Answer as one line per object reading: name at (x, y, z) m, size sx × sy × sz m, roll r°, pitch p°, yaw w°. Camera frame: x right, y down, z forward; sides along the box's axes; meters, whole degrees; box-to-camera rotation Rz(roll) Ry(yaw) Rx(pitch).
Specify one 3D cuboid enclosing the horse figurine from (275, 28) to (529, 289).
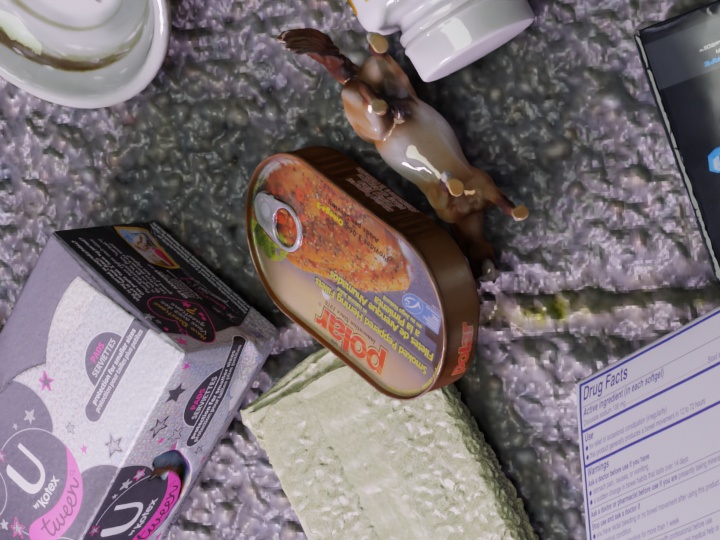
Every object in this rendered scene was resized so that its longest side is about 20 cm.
horse figurine at (0.032, -0.077, 1.535) m, size 0.050 × 0.133 × 0.200 m, roll -43°, pitch 93°, yaw -5°

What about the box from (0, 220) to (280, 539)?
box at (-0.167, 0.088, 1.662) m, size 0.132 × 0.114 × 0.201 m, roll 40°, pitch 115°, yaw 23°

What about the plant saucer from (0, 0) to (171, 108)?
plant saucer at (-0.197, -0.200, 1.644) m, size 0.199 × 0.050 × 0.201 m, roll 20°, pitch 135°, yaw 21°

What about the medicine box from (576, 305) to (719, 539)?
medicine box at (0.215, 0.133, 1.427) m, size 0.182 × 0.102 × 0.201 m, roll -34°, pitch 53°, yaw 55°

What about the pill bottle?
pill bottle at (0.022, -0.217, 1.526) m, size 0.109 × 0.109 × 0.201 m, roll -31°, pitch 86°, yaw 27°

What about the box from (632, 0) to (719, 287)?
box at (0.273, -0.096, 1.465) m, size 0.199 × 0.046 × 0.160 m, roll -18°, pitch 92°, yaw 27°

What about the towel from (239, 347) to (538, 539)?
towel at (0.023, 0.137, 1.635) m, size 0.148 × 0.036 × 0.201 m, roll -33°, pitch 84°, yaw 26°

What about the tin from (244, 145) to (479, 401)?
tin at (0.000, 0.000, 1.577) m, size 0.200 × 0.042 × 0.113 m, roll 39°, pitch 128°, yaw 38°
